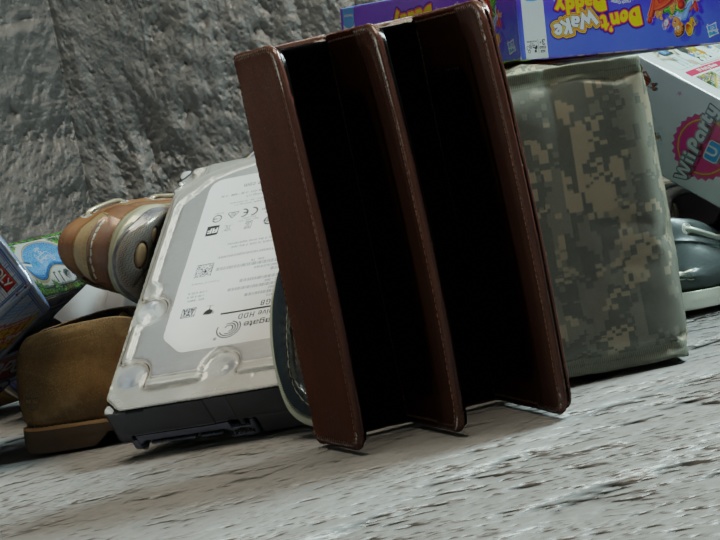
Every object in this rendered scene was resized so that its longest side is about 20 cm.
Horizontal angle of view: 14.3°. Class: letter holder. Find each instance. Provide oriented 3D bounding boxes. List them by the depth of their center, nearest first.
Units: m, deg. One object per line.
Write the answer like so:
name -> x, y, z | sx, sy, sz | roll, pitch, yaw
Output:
letter holder -> 0.021, -0.020, 1.383 | 0.100, 0.200, 0.142 | -13, 4, -14

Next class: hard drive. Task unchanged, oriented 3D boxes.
hard drive -> -0.057, 0.009, 1.610 | 0.140, 0.038, 0.200 | -10, 42, 24

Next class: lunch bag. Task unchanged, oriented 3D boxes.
lunch bag -> 0.100, -0.030, 1.553 | 0.117, 0.164, 0.200 | -10, 3, -2

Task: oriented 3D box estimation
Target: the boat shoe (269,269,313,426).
boat shoe -> -0.003, -0.018, 1.505 | 0.075, 0.200, 0.062 | 15, -19, 4

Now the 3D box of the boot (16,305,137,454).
boot -> -0.110, 0.055, 1.672 | 0.200, 0.076, 0.074 | -10, 2, 17

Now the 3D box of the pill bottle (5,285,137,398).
pill bottle -> -0.168, 0.032, 1.902 | 0.111, 0.111, 0.200 | -15, 4, -32

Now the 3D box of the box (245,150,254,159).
box -> -0.061, -0.060, 1.921 | 0.119, 0.041, 0.200 | -47, 8, -29

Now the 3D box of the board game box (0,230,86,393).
board game box -> -0.241, 0.041, 1.722 | 0.200, 0.062, 0.200 | -44, -13, 27

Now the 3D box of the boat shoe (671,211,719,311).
boat shoe -> 0.243, -0.021, 1.732 | 0.200, 0.062, 0.073 | -15, 4, -37

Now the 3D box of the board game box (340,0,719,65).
board game box -> 0.094, -0.139, 1.630 | 0.134, 0.045, 0.200 | -7, 3, -27

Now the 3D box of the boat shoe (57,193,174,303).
boat shoe -> -0.114, -0.017, 1.764 | 0.072, 0.076, 0.200 | 10, 1, 27

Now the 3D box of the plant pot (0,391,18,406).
plant pot -> -0.320, 0.034, 2.061 | 0.200, 0.187, 0.186 | 4, 11, 29

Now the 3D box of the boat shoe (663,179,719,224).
boat shoe -> 0.220, -0.025, 1.821 | 0.202, 0.074, 0.065 | -6, -2, -10

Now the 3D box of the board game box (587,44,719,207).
board game box -> 0.245, -0.081, 1.733 | 0.200, 0.064, 0.148 | 31, 24, 21
